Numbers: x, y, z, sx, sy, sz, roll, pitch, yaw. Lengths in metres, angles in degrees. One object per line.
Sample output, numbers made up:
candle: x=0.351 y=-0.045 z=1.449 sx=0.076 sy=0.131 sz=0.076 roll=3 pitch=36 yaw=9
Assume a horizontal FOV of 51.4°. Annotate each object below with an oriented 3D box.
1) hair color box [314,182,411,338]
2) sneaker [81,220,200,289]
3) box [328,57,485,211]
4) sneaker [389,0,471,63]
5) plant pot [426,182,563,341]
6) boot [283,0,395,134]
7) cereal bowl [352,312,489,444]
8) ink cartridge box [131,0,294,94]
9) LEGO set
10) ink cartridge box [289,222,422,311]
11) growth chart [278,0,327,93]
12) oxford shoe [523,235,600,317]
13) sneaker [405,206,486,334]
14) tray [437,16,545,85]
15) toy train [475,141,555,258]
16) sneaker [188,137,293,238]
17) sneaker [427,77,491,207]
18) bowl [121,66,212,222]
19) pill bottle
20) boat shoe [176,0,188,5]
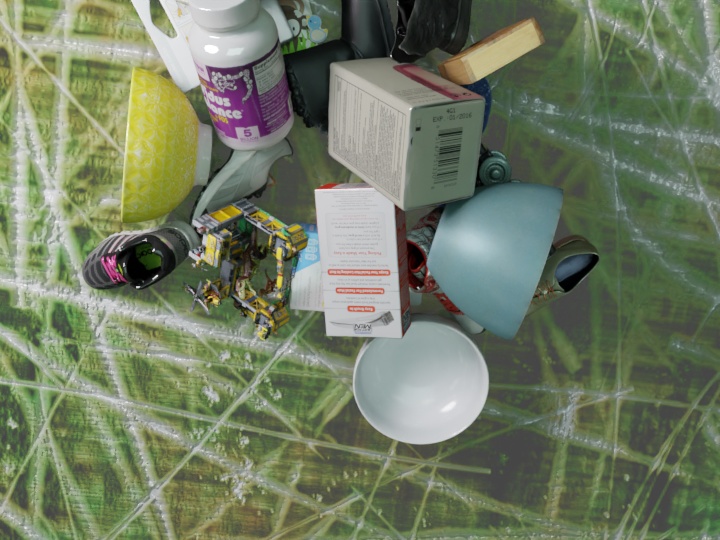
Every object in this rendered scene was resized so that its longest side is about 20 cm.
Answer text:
hair color box: x=0.006 y=-0.015 z=1.003 sx=0.109 sy=0.064 sz=0.203 roll=1 pitch=103 yaw=17
sneaker: x=-0.323 y=-0.012 z=1.043 sx=0.197 sy=0.088 sz=0.075 roll=-15 pitch=109 yaw=22
box: x=0.050 y=-0.177 z=0.935 sx=0.108 sy=0.200 sz=0.130 roll=-13 pitch=124 yaw=-26
sneaker: x=0.093 y=-0.360 z=0.977 sx=0.103 sy=0.060 sz=0.203 roll=10 pitch=78 yaw=-27
plant pot: x=0.161 y=-0.028 z=0.958 sx=0.133 sy=0.200 sz=0.203 roll=19 pitch=101 yaw=7
boot: x=-0.035 y=-0.300 z=1.004 sx=0.161 sy=0.073 sz=0.200 roll=-25 pitch=113 yaw=-9
cereal bowl: x=0.088 y=0.151 z=1.110 sx=0.197 sy=0.083 sz=0.203 roll=0 pitch=110 yaw=1
ink cartridge box: x=-0.207 y=-0.363 z=0.994 sx=0.172 sy=0.044 sz=0.202 roll=-26 pitch=104 yaw=3
LEGO set: x=-0.165 y=0.007 z=1.012 sx=0.153 sy=0.115 sz=0.201 roll=39 pitch=129 yaw=17
ink cartridge box: x=0.000 y=0.000 z=1.087 sx=0.197 sy=0.068 sz=0.117 roll=4 pitch=103 yaw=-3
growth chart: x=-0.119 y=-0.325 z=1.039 sx=0.143 sy=0.018 sz=0.202 roll=-23 pitch=103 yaw=2
oxford shoe: x=0.262 y=0.021 z=1.100 sx=0.199 sy=0.074 sz=0.071 roll=-40 pitch=102 yaw=6
sneaker: x=0.115 y=0.022 z=1.067 sx=0.108 sy=0.067 sz=0.204 roll=-36 pitch=114 yaw=-40
tray: x=0.162 y=-0.279 z=0.967 sx=0.098 sy=0.200 sz=0.037 roll=-29 pitch=103 yaw=4
toy train: x=0.194 y=-0.083 z=1.075 sx=0.113 sy=0.085 sz=0.201 roll=-35 pitch=101 yaw=15
sneaker: x=-0.173 y=-0.120 z=1.054 sx=0.079 sy=0.074 sz=0.201 roll=38 pitch=98 yaw=-16
sneaker: x=0.115 y=-0.181 z=1.035 sx=0.070 sy=0.077 sz=0.202 roll=37 pitch=71 yaw=-41
bowl: x=-0.254 y=-0.159 z=0.987 sx=0.106 sy=0.200 sz=0.203 roll=4 pitch=103 yaw=-17
pill bottle: x=-0.151 y=-0.258 z=0.931 sx=0.110 sy=0.113 sz=0.201 roll=-9 pitch=140 yaw=0
boat shoe: x=-0.166 y=-0.373 z=0.944 sx=0.197 sy=0.062 sz=0.076 roll=2 pitch=108 yaw=11
